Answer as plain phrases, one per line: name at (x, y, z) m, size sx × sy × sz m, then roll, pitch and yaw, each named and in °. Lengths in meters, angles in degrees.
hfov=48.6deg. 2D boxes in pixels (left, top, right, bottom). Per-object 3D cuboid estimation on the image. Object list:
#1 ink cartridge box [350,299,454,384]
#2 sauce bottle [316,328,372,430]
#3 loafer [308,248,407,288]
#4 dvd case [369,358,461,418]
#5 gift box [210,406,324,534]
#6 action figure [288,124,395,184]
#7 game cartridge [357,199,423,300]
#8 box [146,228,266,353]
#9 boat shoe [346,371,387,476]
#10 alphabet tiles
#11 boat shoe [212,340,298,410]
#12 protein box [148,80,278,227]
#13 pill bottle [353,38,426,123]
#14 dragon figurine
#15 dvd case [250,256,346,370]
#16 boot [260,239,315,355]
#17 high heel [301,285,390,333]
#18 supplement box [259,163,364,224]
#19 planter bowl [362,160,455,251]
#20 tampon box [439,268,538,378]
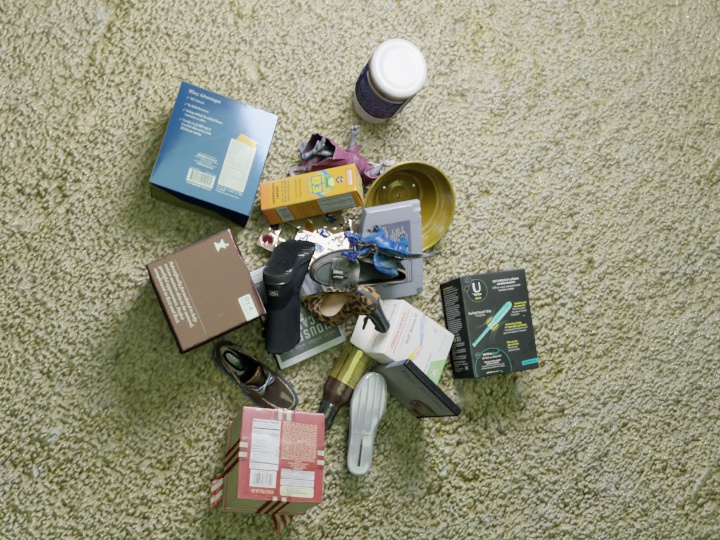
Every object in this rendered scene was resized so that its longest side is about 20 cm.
ink cartridge box at (0.084, 0.136, 1.577) m, size 0.199 × 0.067 × 0.119 m, roll 33°, pitch 69°, yaw -31°
sauce bottle at (-0.034, 0.216, 1.580) m, size 0.064 × 0.065 × 0.202 m, roll 31°, pitch 78°, yaw -8°
loafer at (0.000, 0.000, 1.528) m, size 0.196 × 0.063 × 0.073 m, roll -3°, pitch 112°, yaw -26°
dvd case at (0.102, 0.232, 1.540) m, size 0.143 × 0.200 × 0.018 m, roll 45°, pitch 69°, yaw -6°
gift box at (-0.171, 0.368, 1.461) m, size 0.181 × 0.187 × 0.204 m, roll 12°, pitch 65°, yaw -14°
action figure at (-0.023, -0.207, 1.613) m, size 0.197 × 0.135 × 0.150 m, roll 17°, pitch 116°, yaw -37°
game cartridge at (0.060, -0.038, 1.599) m, size 0.130 × 0.041 × 0.204 m, roll -12°, pitch 118°, yaw -14°
box at (-0.287, 0.043, 1.466) m, size 0.162 × 0.200 × 0.169 m, roll -23°, pitch 89°, yaw -15°
boat shoe at (0.001, 0.298, 1.575) m, size 0.071 × 0.071 × 0.205 m, roll 14°, pitch 86°, yaw -12°
alphabet tiles at (-0.088, -0.083, 1.612) m, size 0.197 × 0.008 × 0.170 m, roll 26°, pitch 72°, yaw -4°
boat shoe at (-0.202, 0.210, 1.533) m, size 0.198 × 0.072 × 0.073 m, roll 35°, pitch 77°, yaw -8°
protein box at (-0.281, -0.218, 1.531) m, size 0.195 × 0.135 × 0.204 m, roll 18°, pitch 80°, yaw -11°
pill bottle at (0.052, -0.372, 1.601) m, size 0.113 × 0.200 × 0.119 m, roll 2°, pitch 81°, yaw -14°
dragon figurine at (0.056, -0.032, 1.507) m, size 0.196 × 0.100 × 0.060 m, roll 22°, pitch 123°, yaw -6°
dvd case at (-0.130, 0.076, 1.592) m, size 0.148 × 0.025 × 0.204 m, roll -22°, pitch 88°, yaw -16°
boot at (-0.139, 0.049, 1.526) m, size 0.075 × 0.201 × 0.172 m, roll 7°, pitch 115°, yaw 10°
high heel at (-0.044, 0.050, 1.498) m, size 0.196 × 0.143 × 0.072 m, roll 13°, pitch 64°, yaw 26°
supplement box at (-0.095, -0.149, 1.556) m, size 0.195 × 0.069 × 0.068 m, roll -10°, pitch 63°, yaw 7°
planter bowl at (0.089, -0.138, 1.625) m, size 0.196 × 0.084 × 0.205 m, roll -6°, pitch 117°, yaw -12°
tampon box at (0.261, 0.110, 1.634) m, size 0.146 × 0.126 × 0.205 m, roll -6°, pitch 84°, yaw -15°
